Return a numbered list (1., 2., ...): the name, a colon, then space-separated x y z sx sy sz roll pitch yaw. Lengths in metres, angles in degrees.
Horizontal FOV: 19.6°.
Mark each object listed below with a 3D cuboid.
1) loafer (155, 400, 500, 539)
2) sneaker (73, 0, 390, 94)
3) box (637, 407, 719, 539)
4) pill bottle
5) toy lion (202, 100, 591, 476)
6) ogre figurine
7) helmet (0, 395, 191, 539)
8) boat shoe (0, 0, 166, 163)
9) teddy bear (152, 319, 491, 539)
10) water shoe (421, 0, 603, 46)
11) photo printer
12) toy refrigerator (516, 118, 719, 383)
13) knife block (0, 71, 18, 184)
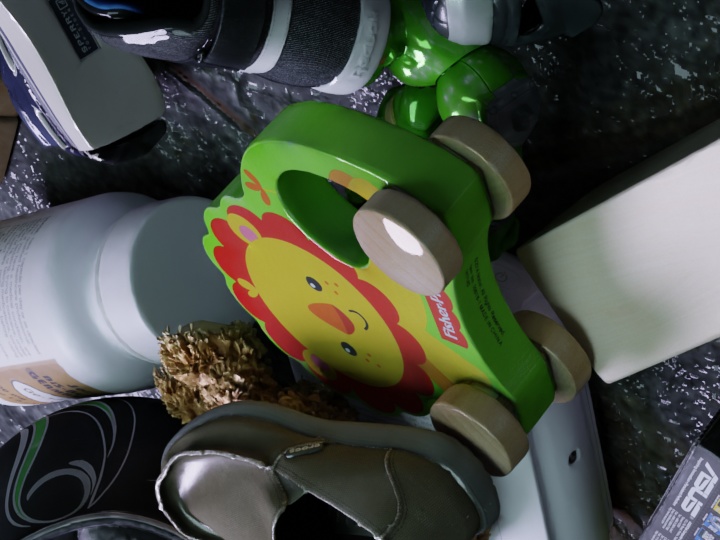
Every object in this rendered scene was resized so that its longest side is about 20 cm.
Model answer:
1. loafer: -0.031 0.108 0.959 0.200 0.070 0.075 -5 122 45
2. sneaker: -0.081 -0.128 0.870 0.200 0.112 0.073 26 105 56
3. box: 0.225 0.180 1.040 0.193 0.048 0.200 33 143 13
4. pill bottle: -0.149 0.015 1.192 0.200 0.114 0.114 -10 118 50
5. toy lion: 0.000 0.000 0.939 0.192 0.069 0.200 23 150 36
6. ogre figurine: 0.016 -0.105 0.921 0.120 0.098 0.200 132 124 -68
7. helmet: -0.140 0.165 1.176 0.200 0.200 0.191 57 -172 -17
8. boat shoe: -0.178 -0.147 1.096 0.093 0.075 0.200 5 121 59
9. teddy bear: -0.030 0.101 1.067 0.200 0.067 0.145 44 151 -5
10. water shoe: 0.067 -0.187 0.816 0.072 0.079 0.200 -110 21 -60
11. photo printer: 0.041 0.062 1.083 0.166 0.069 0.200 14 134 36
12. toy refrigerator: 0.161 -0.024 0.876 0.076 0.070 0.200 55 144 -2
13. knife block: -0.270 -0.070 1.175 0.064 0.176 0.200 40 145 8
